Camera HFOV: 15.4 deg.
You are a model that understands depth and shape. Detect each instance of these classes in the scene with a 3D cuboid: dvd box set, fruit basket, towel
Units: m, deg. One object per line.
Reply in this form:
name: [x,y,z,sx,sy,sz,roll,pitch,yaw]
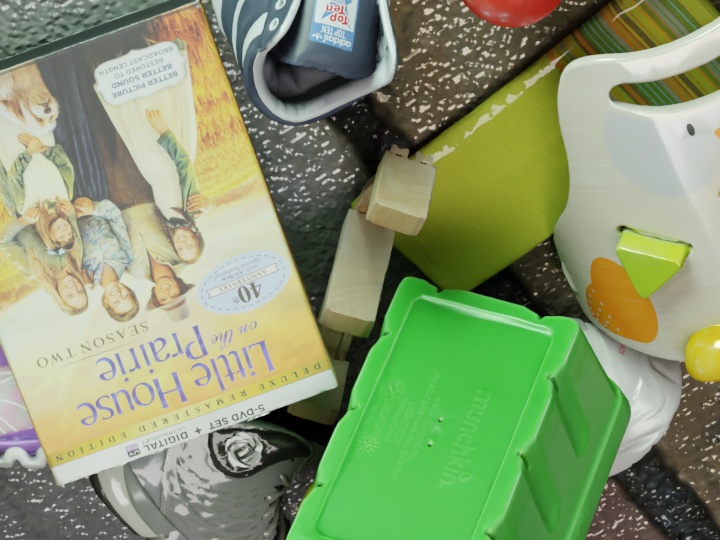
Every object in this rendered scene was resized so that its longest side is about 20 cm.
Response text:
dvd box set: [-0.110,-0.013,1.245,0.146,0.029,0.200,-19,108,0]
fruit basket: [0.034,0.127,1.307,0.155,0.216,0.216,15,131,16]
towel: [0.097,-0.067,1.308,0.200,0.018,0.086,-37,122,19]

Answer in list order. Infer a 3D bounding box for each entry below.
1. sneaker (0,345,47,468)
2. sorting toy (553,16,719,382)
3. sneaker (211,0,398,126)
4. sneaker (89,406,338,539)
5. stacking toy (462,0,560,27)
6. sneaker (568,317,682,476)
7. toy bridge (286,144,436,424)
sneaker: [-0.188,0.047,1.301,0.200,0.081,0.089,-10,123,-3]
sorting toy: [0.178,-0.057,1.266,0.200,0.107,0.180,-27,128,4]
sneaker: [-0.006,-0.155,1.150,0.070,0.109,0.200,11,126,-21]
sneaker: [-0.046,0.126,1.398,0.115,0.075,0.200,-33,127,11]
stacking toy: [0.098,-0.190,1.173,0.085,0.085,0.200,10,133,-20]
sneaker: [0.074,0.098,1.409,0.099,0.078,0.200,30,108,-24]
toy bridge: [0.000,0.000,1.294,0.027,0.067,0.200,16,145,-5]
